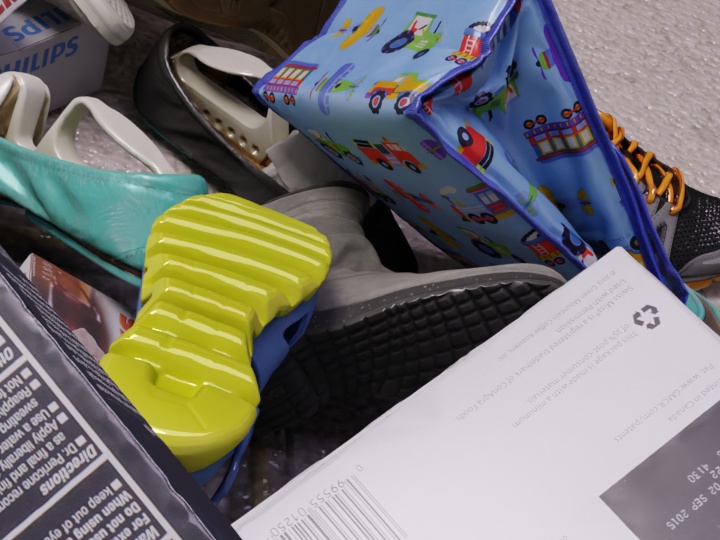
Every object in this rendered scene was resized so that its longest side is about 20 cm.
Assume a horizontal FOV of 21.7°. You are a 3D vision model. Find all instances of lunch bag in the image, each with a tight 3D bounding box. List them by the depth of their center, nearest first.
[{"bbox_3d":[0.066,-0.041,0.915,0.094,0.200,0.150,-47,28,-16],"label":"lunch bag"}]

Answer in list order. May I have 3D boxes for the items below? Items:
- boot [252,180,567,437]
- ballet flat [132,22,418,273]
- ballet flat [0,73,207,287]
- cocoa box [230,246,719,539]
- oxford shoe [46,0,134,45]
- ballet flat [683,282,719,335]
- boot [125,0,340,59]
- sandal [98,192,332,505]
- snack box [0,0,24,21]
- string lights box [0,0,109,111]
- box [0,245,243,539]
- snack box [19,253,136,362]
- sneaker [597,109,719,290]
[{"bbox_3d":[0.000,0.000,0.886,0.198,0.068,0.131,-12,42,8],"label":"boot"},{"bbox_3d":[-0.045,-0.064,0.992,0.200,0.069,0.068,37,41,20],"label":"ballet flat"},{"bbox_3d":[-0.153,-0.054,0.899,0.199,0.071,0.067,24,2,22],"label":"ballet flat"},{"bbox_3d":[0.068,0.118,0.722,0.199,0.132,0.133,-35,60,-15],"label":"cocoa box"},{"bbox_3d":[-0.194,-0.178,0.982,0.200,0.058,0.075,43,1,15],"label":"oxford shoe"},{"bbox_3d":[0.170,0.058,0.936,0.067,0.071,0.200,-35,26,-8],"label":"ballet flat"},{"bbox_3d":[-0.094,-0.175,1.093,0.154,0.073,0.199,22,7,36],"label":"boot"},{"bbox_3d":[-0.068,0.038,0.782,0.079,0.087,0.200,21,34,5],"label":"sandal"},{"bbox_3d":[-0.233,-0.089,0.875,0.072,0.024,0.200,1,38,38],"label":"snack box"},{"bbox_3d":[-0.241,-0.159,1.027,0.200,0.059,0.103,38,42,21],"label":"string lights box"},{"bbox_3d":[-0.148,0.110,0.597,0.200,0.123,0.199,-40,79,-6],"label":"box"},{"bbox_3d":[-0.119,0.073,0.799,0.072,0.024,0.201,33,25,-27],"label":"snack box"},{"bbox_3d":[0.133,-0.048,1.046,0.199,0.078,0.079,16,37,-7],"label":"sneaker"}]
